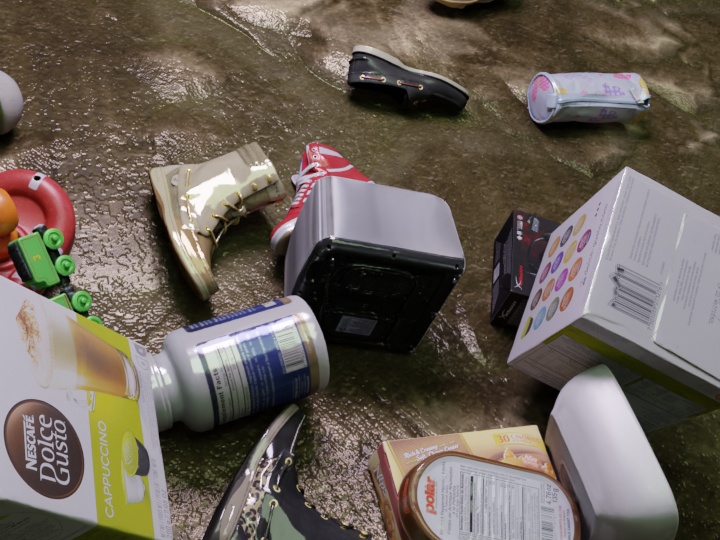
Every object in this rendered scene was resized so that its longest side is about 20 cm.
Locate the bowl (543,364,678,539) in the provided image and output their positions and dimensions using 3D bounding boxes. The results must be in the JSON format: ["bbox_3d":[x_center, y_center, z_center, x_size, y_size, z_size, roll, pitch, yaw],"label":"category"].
[{"bbox_3d":[0.259,0.223,1.030,0.074,0.200,0.200,-14,55,-5],"label":"bowl"}]

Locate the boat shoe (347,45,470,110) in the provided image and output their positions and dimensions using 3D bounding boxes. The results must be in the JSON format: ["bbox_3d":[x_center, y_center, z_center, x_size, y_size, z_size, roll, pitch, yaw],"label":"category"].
[{"bbox_3d":[0.073,-0.278,1.437,0.201,0.074,0.063,15,85,-22],"label":"boat shoe"}]

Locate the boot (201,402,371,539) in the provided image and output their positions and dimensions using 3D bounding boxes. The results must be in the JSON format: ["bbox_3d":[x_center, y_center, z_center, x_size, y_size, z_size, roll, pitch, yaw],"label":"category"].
[{"bbox_3d":[-0.060,0.242,0.963,0.150,0.073,0.200,32,38,-2],"label":"boot"}]

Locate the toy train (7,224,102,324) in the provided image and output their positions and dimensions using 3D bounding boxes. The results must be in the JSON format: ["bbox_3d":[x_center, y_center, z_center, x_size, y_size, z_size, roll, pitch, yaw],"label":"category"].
[{"bbox_3d":[-0.307,0.049,0.985,0.056,0.042,0.200,-27,98,-42],"label":"toy train"}]

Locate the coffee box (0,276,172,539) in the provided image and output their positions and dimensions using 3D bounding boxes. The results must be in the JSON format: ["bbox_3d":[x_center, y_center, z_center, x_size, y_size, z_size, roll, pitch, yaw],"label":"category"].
[{"bbox_3d":[-0.306,0.158,0.789,0.198,0.200,0.200,40,26,-52],"label":"coffee box"}]

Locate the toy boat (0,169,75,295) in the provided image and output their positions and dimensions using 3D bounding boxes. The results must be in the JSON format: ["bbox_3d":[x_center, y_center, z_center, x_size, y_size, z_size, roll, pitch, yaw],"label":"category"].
[{"bbox_3d":[-0.391,-0.039,1.018,0.130,0.131,0.200,24,49,-2],"label":"toy boat"}]

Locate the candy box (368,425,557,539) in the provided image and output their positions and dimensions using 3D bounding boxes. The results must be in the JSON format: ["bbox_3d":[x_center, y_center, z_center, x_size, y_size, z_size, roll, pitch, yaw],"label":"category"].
[{"bbox_3d":[0.120,0.241,1.042,0.199,0.055,0.116,-2,56,-22],"label":"candy box"}]

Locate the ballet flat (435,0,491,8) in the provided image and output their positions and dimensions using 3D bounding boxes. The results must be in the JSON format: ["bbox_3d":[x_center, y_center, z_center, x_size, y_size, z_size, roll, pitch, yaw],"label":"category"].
[{"bbox_3d":[0.196,-0.485,1.647,0.200,0.063,0.069,-16,69,-23],"label":"ballet flat"}]

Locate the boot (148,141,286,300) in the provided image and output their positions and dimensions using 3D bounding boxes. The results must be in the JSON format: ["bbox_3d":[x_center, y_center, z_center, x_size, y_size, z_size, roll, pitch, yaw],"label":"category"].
[{"bbox_3d":[-0.161,-0.066,1.147,0.155,0.073,0.200,-18,54,-11],"label":"boot"}]

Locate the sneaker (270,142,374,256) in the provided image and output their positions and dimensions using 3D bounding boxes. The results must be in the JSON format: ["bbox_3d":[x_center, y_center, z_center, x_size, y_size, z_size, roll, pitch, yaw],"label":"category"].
[{"bbox_3d":[-0.071,-0.096,1.227,0.112,0.071,0.200,46,44,12],"label":"sneaker"}]

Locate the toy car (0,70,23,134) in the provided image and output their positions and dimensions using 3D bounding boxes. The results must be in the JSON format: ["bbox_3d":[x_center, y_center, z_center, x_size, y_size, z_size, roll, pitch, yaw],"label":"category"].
[{"bbox_3d":[-0.509,-0.238,1.119,0.175,0.150,0.200,-25,65,-35],"label":"toy car"}]

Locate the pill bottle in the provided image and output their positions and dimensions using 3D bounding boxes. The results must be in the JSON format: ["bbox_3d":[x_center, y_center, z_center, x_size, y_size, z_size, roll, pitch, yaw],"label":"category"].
[{"bbox_3d":[-0.142,0.105,0.999,0.200,0.111,0.111,-16,60,-21],"label":"pill bottle"}]

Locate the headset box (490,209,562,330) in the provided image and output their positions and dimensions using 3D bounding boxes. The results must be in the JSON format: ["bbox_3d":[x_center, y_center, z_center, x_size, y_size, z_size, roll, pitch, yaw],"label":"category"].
[{"bbox_3d":[0.281,0.020,1.267,0.199,0.077,0.149,16,50,-6],"label":"headset box"}]

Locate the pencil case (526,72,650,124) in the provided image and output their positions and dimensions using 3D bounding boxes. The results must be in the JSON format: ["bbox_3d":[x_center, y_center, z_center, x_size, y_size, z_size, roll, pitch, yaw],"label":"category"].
[{"bbox_3d":[0.370,-0.278,1.532,0.199,0.083,0.091,-3,33,-22],"label":"pencil case"}]

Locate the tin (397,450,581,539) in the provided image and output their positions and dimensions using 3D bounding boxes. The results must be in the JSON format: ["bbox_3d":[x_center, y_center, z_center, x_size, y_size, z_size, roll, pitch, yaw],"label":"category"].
[{"bbox_3d":[0.137,0.252,0.983,0.199,0.042,0.112,15,51,-13],"label":"tin"}]

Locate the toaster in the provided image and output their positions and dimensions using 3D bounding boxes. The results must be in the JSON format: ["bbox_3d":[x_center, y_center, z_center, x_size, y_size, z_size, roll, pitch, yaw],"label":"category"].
[{"bbox_3d":[0.000,0.000,1.109,0.199,0.181,0.119,9,48,-16],"label":"toaster"}]

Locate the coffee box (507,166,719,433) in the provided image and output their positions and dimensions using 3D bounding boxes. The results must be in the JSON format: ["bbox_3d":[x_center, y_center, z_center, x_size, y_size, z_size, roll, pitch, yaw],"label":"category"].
[{"bbox_3d":[0.321,0.043,1.098,0.200,0.198,0.200,26,65,-5],"label":"coffee box"}]
